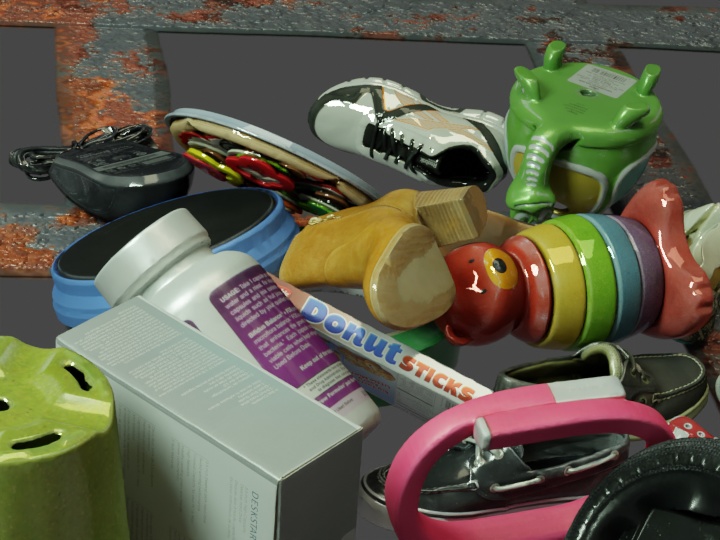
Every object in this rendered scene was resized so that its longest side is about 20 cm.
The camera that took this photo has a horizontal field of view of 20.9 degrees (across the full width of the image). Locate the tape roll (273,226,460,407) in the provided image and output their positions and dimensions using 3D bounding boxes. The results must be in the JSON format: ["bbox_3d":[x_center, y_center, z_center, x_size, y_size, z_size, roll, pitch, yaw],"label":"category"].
[{"bbox_3d":[-0.018,0.033,1.535,0.200,0.048,0.201,5,30,-3],"label":"tape roll"}]

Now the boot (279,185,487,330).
[{"bbox_3d":[0.000,-0.001,1.425,0.144,0.071,0.201,-13,19,29],"label":"boot"}]

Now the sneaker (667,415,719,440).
[{"bbox_3d":[0.279,0.148,1.377,0.199,0.071,0.113,-11,38,-25],"label":"sneaker"}]

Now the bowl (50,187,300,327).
[{"bbox_3d":[-0.147,-0.014,1.520,0.200,0.040,0.201,-15,18,5],"label":"bowl"}]

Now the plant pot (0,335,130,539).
[{"bbox_3d":[-0.214,0.149,1.159,0.200,0.185,0.201,6,30,-3],"label":"plant pot"}]

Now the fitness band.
[{"bbox_3d":[0.114,0.136,1.289,0.199,0.144,0.037,-6,44,-17],"label":"fitness band"}]

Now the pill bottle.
[{"bbox_3d":[-0.088,0.059,1.331,0.200,0.112,0.112,51,41,6],"label":"pill bottle"}]

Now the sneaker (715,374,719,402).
[{"bbox_3d":[0.311,0.095,1.451,0.088,0.074,0.200,-5,1,6],"label":"sneaker"}]

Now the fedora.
[{"bbox_3d":[0.218,0.203,1.227,0.091,0.201,0.201,31,14,-36],"label":"fedora"}]

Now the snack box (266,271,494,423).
[{"bbox_3d":[0.001,0.061,1.399,0.200,0.072,0.024,28,69,10],"label":"snack box"}]

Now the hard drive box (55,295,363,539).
[{"bbox_3d":[-0.100,0.132,1.237,0.200,0.156,0.077,29,40,32],"label":"hard drive box"}]

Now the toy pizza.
[{"bbox_3d":[-0.071,-0.075,1.590,0.200,0.032,0.200,23,-9,4],"label":"toy pizza"}]

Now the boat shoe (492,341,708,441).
[{"bbox_3d":[0.183,0.087,1.465,0.200,0.066,0.072,-11,34,-28],"label":"boat shoe"}]

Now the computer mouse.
[{"bbox_3d":[-0.206,-0.077,1.682,0.138,0.053,0.200,-14,20,-28],"label":"computer mouse"}]

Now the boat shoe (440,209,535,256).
[{"bbox_3d":[0.147,-0.002,1.609,0.199,0.071,0.070,23,-12,2],"label":"boat shoe"}]

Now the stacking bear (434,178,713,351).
[{"bbox_3d":[0.146,0.011,1.488,0.199,0.114,0.122,-7,68,-23],"label":"stacking bear"}]

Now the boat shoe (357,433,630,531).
[{"bbox_3d":[0.094,0.137,1.358,0.199,0.068,0.072,-1,31,-13],"label":"boat shoe"}]

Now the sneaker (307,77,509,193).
[{"bbox_3d":[0.046,-0.122,1.793,0.199,0.074,0.080,11,32,8],"label":"sneaker"}]

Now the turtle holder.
[{"bbox_3d":[0.196,-0.108,1.739,0.140,0.132,0.186,6,31,-4],"label":"turtle holder"}]

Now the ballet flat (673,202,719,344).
[{"bbox_3d":[0.291,-0.013,1.650,0.068,0.075,0.200,24,31,2],"label":"ballet flat"}]
